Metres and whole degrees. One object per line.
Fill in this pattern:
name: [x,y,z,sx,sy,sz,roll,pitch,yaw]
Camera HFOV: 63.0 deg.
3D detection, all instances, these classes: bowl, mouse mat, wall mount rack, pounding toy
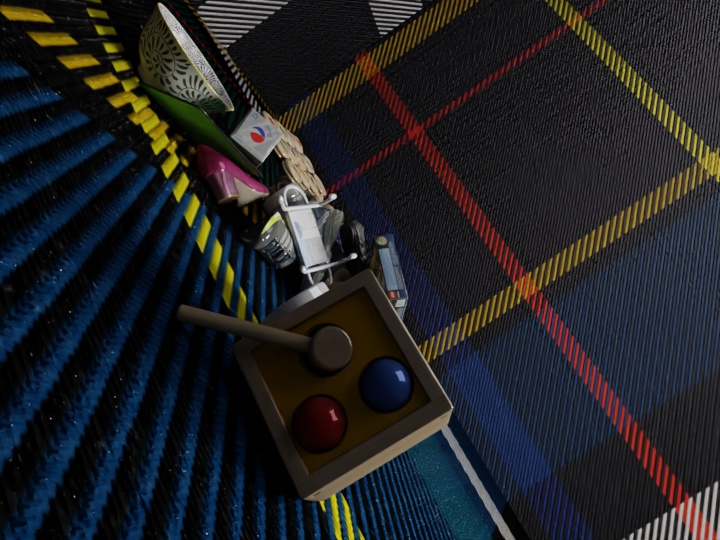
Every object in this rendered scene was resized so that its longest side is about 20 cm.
bowl: [-0.311,-0.332,0.992,0.202,0.094,0.201,57,5,-8]
mouse mat: [-0.255,-0.225,0.954,0.160,0.008,0.200,28,-10,29]
wall mount rack: [-0.087,-0.062,1.000,0.173,0.074,0.203,-16,86,-55]
pounding toy: [-0.040,0.097,0.570,0.201,0.183,0.142,59,-7,22]

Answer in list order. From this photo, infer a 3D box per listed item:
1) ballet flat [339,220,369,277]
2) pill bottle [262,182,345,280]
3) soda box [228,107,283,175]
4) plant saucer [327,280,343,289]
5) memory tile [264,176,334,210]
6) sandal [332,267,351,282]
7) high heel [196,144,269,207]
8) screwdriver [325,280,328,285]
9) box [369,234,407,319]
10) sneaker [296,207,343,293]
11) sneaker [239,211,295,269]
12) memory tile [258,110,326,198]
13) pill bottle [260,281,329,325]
ballet flat: [0.000,0.000,1.154,0.056,0.066,0.203,-4,86,-50]
pill bottle: [-0.112,-0.075,1.215,0.201,0.119,0.120,57,4,-2]
soda box: [-0.200,-0.215,1.032,0.068,0.064,0.200,38,-13,-16]
plant saucer: [-0.006,0.114,1.025,0.200,0.036,0.203,37,46,-50]
memory tile: [-0.122,-0.121,1.299,0.201,0.153,0.017,54,43,-8]
sandal: [-0.048,0.103,1.086,0.077,0.069,0.214,23,52,-50]
high heel: [-0.218,-0.162,1.012,0.097,0.067,0.200,66,17,0]
screwdriver: [-0.093,0.004,1.410,0.028,0.029,0.201,55,10,-23]
box: [0.046,0.047,1.125,0.201,0.037,0.138,98,-17,-56]
sneaker: [-0.097,-0.033,1.113,0.078,0.085,0.202,115,-10,-62]
sneaker: [-0.144,-0.046,0.995,0.082,0.073,0.200,60,6,1]
memory tile: [-0.127,-0.219,1.136,0.155,0.017,0.200,64,10,8]
pill bottle: [-0.033,0.125,0.722,0.201,0.113,0.114,57,4,5]
